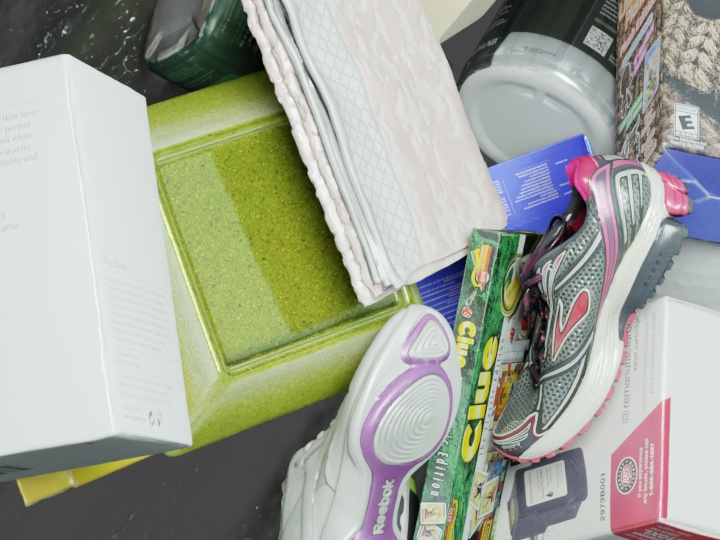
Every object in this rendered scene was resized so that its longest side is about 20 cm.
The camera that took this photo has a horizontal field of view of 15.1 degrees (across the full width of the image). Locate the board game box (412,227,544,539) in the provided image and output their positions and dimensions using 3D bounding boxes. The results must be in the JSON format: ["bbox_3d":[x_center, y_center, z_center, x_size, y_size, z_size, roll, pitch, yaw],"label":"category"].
[{"bbox_3d":[0.076,0.074,1.675,0.105,0.023,0.200,0,102,-66],"label":"board game box"}]

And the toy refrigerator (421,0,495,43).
[{"bbox_3d":[0.010,-0.244,1.740,0.200,0.070,0.076,46,37,6],"label":"toy refrigerator"}]

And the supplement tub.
[{"bbox_3d":[0.156,-0.164,1.851,0.123,0.122,0.200,45,55,-20],"label":"supplement tub"}]

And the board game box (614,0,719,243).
[{"bbox_3d":[0.252,-0.122,1.724,0.159,0.097,0.200,10,58,-10],"label":"board game box"}]

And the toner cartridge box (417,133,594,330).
[{"bbox_3d":[0.067,-0.011,1.740,0.200,0.043,0.095,-20,91,-18],"label":"toner cartridge box"}]

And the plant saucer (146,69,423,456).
[{"bbox_3d":[-0.056,-0.016,1.595,0.200,0.048,0.200,-20,90,-31],"label":"plant saucer"}]

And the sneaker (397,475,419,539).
[{"bbox_3d":[0.013,0.196,1.682,0.083,0.072,0.200,22,62,-59],"label":"sneaker"}]

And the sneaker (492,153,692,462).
[{"bbox_3d":[0.125,0.022,1.649,0.075,0.081,0.200,19,101,-18],"label":"sneaker"}]

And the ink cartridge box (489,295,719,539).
[{"bbox_3d":[0.156,0.114,1.720,0.084,0.200,0.145,16,67,-32],"label":"ink cartridge box"}]

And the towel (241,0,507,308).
[{"bbox_3d":[0.014,-0.094,1.614,0.191,0.032,0.200,-32,102,-62],"label":"towel"}]

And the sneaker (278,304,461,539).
[{"bbox_3d":[-0.007,0.108,1.609,0.075,0.100,0.200,11,103,-39],"label":"sneaker"}]

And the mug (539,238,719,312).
[{"bbox_3d":[0.233,0.009,1.827,0.148,0.175,0.200,-11,84,-40],"label":"mug"}]

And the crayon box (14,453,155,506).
[{"bbox_3d":[-0.151,0.051,1.585,0.200,0.051,0.127,-21,91,-42],"label":"crayon box"}]

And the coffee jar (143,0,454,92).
[{"bbox_3d":[-0.033,-0.129,1.711,0.200,0.085,0.104,30,61,-29],"label":"coffee jar"}]

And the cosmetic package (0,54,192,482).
[{"bbox_3d":[-0.211,0.010,1.435,0.123,0.199,0.200,21,59,-73],"label":"cosmetic package"}]
